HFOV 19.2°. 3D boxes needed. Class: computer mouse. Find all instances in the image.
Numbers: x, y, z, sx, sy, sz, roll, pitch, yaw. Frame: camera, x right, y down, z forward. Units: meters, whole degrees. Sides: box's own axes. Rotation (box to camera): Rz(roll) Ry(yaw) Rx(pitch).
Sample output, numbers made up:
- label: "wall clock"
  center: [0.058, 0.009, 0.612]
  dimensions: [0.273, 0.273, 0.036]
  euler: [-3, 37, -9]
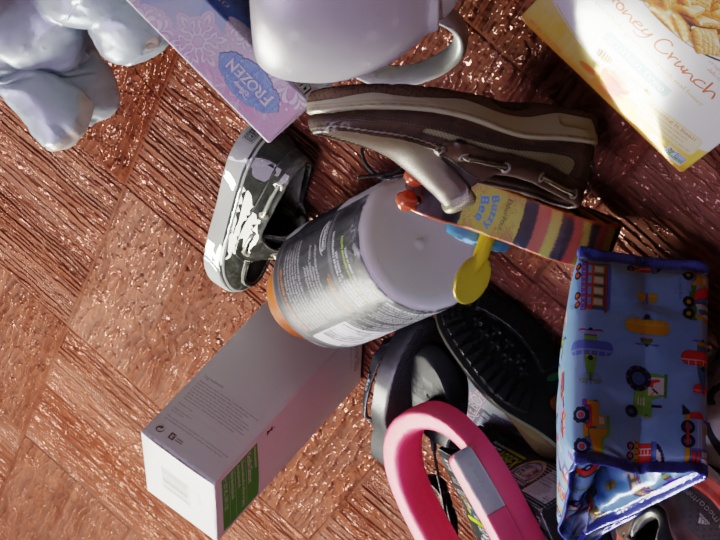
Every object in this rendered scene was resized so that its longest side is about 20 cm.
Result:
- label: "computer mouse"
  center: [0.069, 0.140, 1.680]
  dimensions: [0.059, 0.034, 0.200]
  euler: [39, 142, 45]

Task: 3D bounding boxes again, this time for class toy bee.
- label: "toy bee"
  center: [0.071, -0.042, 1.459]
  dimensions: [0.200, 0.109, 0.131]
  euler: [0, 94, 24]

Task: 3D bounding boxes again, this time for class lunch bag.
- label: "lunch bag"
  center: [0.166, 0.094, 1.465]
  dimensions: [0.094, 0.151, 0.200]
  euler: [7, 158, -7]

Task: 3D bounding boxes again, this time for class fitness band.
- label: "fitness band"
  center: [0.084, 0.194, 1.627]
  dimensions: [0.200, 0.037, 0.144]
  euler: [63, 155, 6]

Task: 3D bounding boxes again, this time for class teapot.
- label: "teapot"
  center: [0.008, -0.204, 1.309]
  dimensions: [0.200, 0.146, 0.198]
  euler: [-89, 0, -80]

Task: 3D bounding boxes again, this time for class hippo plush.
- label: "hippo plush"
  center: [-0.225, -0.211, 1.637]
  dimensions: [0.161, 0.159, 0.200]
  euler: [-34, 120, 30]

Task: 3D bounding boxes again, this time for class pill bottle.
- label: "pill bottle"
  center: [0.000, 0.000, 1.629]
  dimensions: [0.106, 0.106, 0.200]
  euler: [48, 151, -10]

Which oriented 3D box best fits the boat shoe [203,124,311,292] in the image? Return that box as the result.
- label: "boat shoe"
  center: [-0.079, -0.036, 1.716]
  dimensions: [0.064, 0.071, 0.200]
  euler: [36, 149, 15]

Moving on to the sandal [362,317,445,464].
- label: "sandal"
  center: [0.025, 0.098, 1.724]
  dimensions: [0.043, 0.076, 0.200]
  euler: [36, 151, 17]

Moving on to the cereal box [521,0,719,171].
- label: "cereal box"
  center: [0.194, -0.153, 1.251]
  dimensions: [0.144, 0.040, 0.200]
  euler: [44, 151, -1]

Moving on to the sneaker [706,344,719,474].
- label: "sneaker"
  center: [0.269, 0.124, 1.486]
  dimensions: [0.130, 0.080, 0.199]
  euler: [43, 151, -3]

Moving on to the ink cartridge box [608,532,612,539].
- label: "ink cartridge box"
  center: [0.263, 0.270, 1.715]
  dimensions: [0.200, 0.042, 0.119]
  euler: [10, 140, 41]

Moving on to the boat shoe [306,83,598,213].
- label: "boat shoe"
  center: [0.061, -0.074, 1.367]
  dimensions: [0.202, 0.075, 0.075]
  euler: [5, 177, -20]

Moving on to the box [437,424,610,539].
- label: "box"
  center: [0.144, 0.219, 1.676]
  dimensions: [0.160, 0.044, 0.200]
  euler: [65, 165, -17]

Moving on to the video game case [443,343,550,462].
- label: "video game case"
  center: [0.125, 0.139, 1.751]
  dimensions: [0.200, 0.019, 0.143]
  euler: [38, 151, 8]

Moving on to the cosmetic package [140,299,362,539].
- label: "cosmetic package"
  center: [-0.089, 0.113, 1.793]
  dimensions: [0.085, 0.200, 0.108]
  euler: [34, 153, 19]

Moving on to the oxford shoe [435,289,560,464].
- label: "oxford shoe"
  center: [0.127, 0.095, 1.636]
  dimensions: [0.200, 0.073, 0.084]
  euler: [46, 160, 0]

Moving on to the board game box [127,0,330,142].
- label: "board game box"
  center: [-0.100, -0.187, 1.445]
  dimensions: [0.200, 0.199, 0.043]
  euler: [45, 106, -4]

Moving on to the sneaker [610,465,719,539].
- label: "sneaker"
  center: [0.201, 0.185, 1.501]
  dimensions: [0.077, 0.082, 0.200]
  euler: [49, 163, 5]
